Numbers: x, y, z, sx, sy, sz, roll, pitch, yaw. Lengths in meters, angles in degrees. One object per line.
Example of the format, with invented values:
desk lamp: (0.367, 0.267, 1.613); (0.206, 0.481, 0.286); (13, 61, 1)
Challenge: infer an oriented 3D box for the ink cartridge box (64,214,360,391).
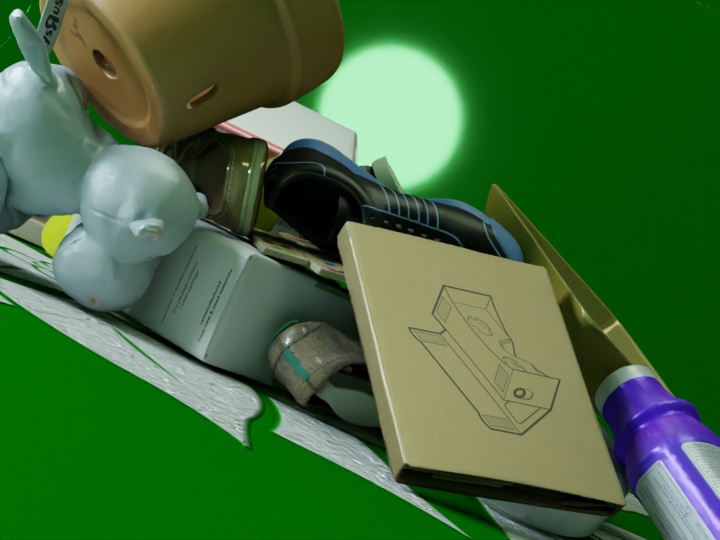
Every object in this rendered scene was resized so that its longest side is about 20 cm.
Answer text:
ink cartridge box: (-0.107, 0.013, 1.247); (0.200, 0.084, 0.145); (26, 2, 44)

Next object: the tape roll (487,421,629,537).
tape roll: (0.095, 0.098, 1.168); (0.203, 0.037, 0.203); (33, 19, -13)

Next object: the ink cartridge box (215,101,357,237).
ink cartridge box: (-0.112, -0.059, 1.474); (0.145, 0.200, 0.085); (25, 39, -17)

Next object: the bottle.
bottle: (0.221, 0.143, 1.137); (0.083, 0.065, 0.200); (24, 24, -39)

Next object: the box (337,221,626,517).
box: (0.075, 0.061, 1.094); (0.163, 0.021, 0.200); (12, 42, -27)

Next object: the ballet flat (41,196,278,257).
ballet flat: (-0.164, -0.052, 1.378); (0.199, 0.067, 0.067); (-6, -27, 2)

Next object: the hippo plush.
hippo plush: (-0.181, -0.066, 1.158); (0.161, 0.200, 0.159); (33, 23, -1)

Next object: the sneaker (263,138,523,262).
sneaker: (0.021, -0.026, 1.232); (0.200, 0.070, 0.078); (24, 28, 0)

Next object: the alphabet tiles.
alphabet tiles: (0.000, 0.000, 1.228); (0.166, 0.006, 0.200); (16, 5, -12)

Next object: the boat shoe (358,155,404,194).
boat shoe: (0.008, -0.046, 1.378); (0.072, 0.060, 0.202); (64, 1, 7)

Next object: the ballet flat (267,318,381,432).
ballet flat: (0.015, 0.090, 1.200); (0.200, 0.068, 0.067); (18, 25, -44)

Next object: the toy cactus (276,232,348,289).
toy cactus: (-0.042, 0.036, 1.401); (0.165, 0.102, 0.200); (44, -30, -19)

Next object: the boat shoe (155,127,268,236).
boat shoe: (-0.112, -0.069, 1.246); (0.066, 0.074, 0.200); (11, 3, -15)

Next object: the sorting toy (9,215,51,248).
sorting toy: (-0.349, -0.096, 1.502); (0.200, 0.070, 0.199); (25, 1, -17)

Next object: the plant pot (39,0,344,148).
plant pot: (-0.128, -0.179, 1.199); (0.200, 0.140, 0.200); (40, -25, 23)

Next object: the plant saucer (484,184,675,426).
plant saucer: (0.170, 0.051, 1.309); (0.200, 0.048, 0.200); (45, 10, -35)
